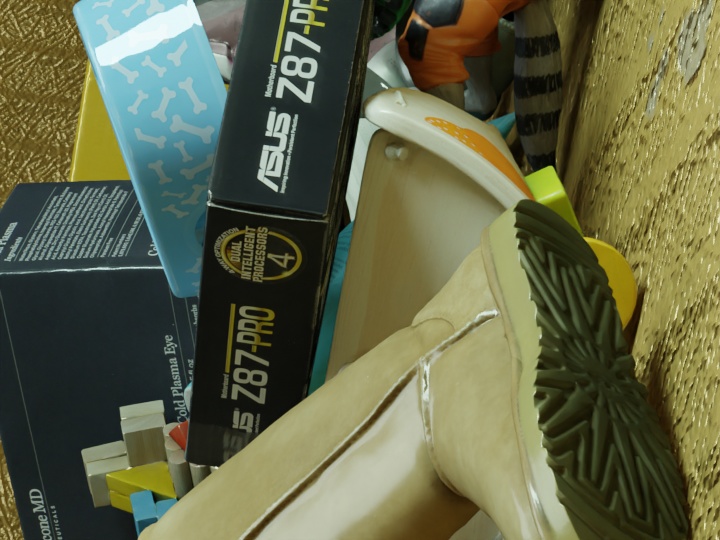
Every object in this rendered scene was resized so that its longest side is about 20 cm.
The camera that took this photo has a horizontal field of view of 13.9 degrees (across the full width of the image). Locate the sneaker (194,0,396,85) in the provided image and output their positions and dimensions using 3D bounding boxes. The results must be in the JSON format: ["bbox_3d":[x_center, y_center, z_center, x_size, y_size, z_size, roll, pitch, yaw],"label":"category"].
[{"bbox_3d":[-0.029,-0.145,1.524,0.076,0.200,0.116,-7,-62,-56],"label":"sneaker"}]

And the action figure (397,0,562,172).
[{"bbox_3d":[0.071,-0.143,1.229,0.200,0.105,0.194,-34,-34,-63],"label":"action figure"}]

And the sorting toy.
[{"bbox_3d":[0.041,0.024,1.123,0.180,0.107,0.200,-76,-4,-74],"label":"sorting toy"}]

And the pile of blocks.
[{"bbox_3d":[-0.062,0.112,1.477,0.082,0.200,0.062,-51,-37,-44],"label":"pile of blocks"}]

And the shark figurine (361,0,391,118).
[{"bbox_3d":[-0.037,-0.137,1.279,0.215,0.089,0.128,88,164,-62],"label":"shark figurine"}]

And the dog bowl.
[{"bbox_3d":[-0.080,-0.058,1.287,0.200,0.050,0.112,80,170,-64],"label":"dog bowl"}]

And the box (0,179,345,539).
[{"bbox_3d":[-0.095,0.058,1.584,0.104,0.182,0.200,-71,-24,-59],"label":"box"}]

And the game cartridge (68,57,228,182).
[{"bbox_3d":[-0.061,-0.084,1.696,0.032,0.200,0.176,170,110,-82],"label":"game cartridge"}]

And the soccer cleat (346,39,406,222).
[{"bbox_3d":[0.024,-0.016,1.447,0.078,0.069,0.200,39,130,46],"label":"soccer cleat"}]

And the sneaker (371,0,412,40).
[{"bbox_3d":[0.026,-0.181,1.329,0.085,0.078,0.200,-33,-18,-40],"label":"sneaker"}]

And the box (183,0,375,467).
[{"bbox_3d":[-0.025,-0.050,1.101,0.161,0.049,0.200,97,-178,-53],"label":"box"}]

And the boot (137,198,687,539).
[{"bbox_3d":[0.010,0.093,0.965,0.200,0.066,0.175,-43,29,25],"label":"boot"}]

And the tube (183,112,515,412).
[{"bbox_3d":[0.000,0.000,1.336,0.200,0.050,0.077,-50,18,-23],"label":"tube"}]

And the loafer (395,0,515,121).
[{"bbox_3d":[0.056,-0.164,1.406,0.070,0.075,0.200,-43,42,43],"label":"loafer"}]

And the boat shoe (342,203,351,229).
[{"bbox_3d":[0.022,-0.093,1.557,0.063,0.073,0.201,-84,13,-70],"label":"boat shoe"}]
